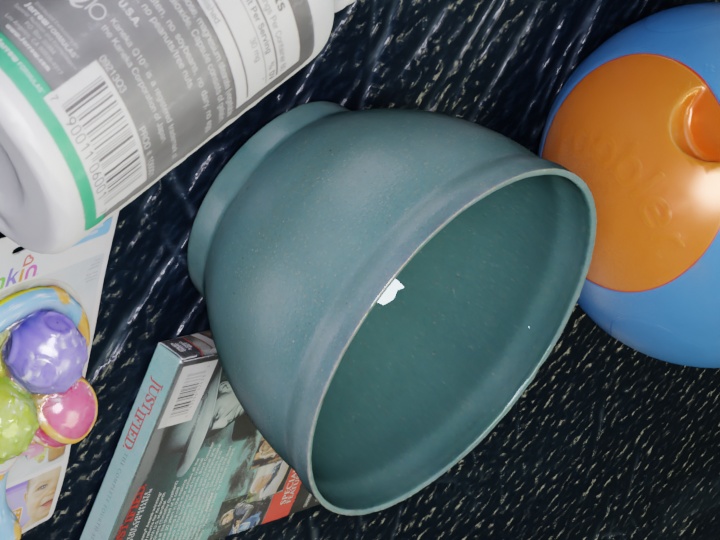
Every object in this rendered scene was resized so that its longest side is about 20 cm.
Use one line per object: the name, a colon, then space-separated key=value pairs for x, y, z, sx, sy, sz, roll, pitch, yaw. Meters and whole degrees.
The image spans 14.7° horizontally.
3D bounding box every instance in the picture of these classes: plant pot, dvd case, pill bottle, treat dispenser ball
plant pot: x=0.000 y=0.000 z=1.367 sx=0.200 sy=0.134 sz=0.201 roll=-38 pitch=150 yaw=-27
dvd case: x=-0.060 y=0.084 z=1.502 sx=0.200 sy=0.022 sz=0.146 roll=-15 pitch=136 yaw=-51
pill bottle: x=-0.083 y=-0.107 z=1.132 sx=0.200 sy=0.113 sz=0.113 roll=-39 pitch=151 yaw=-23
treat dispenser ball: x=0.196 y=-0.047 z=1.540 sx=0.201 sy=0.201 sz=0.201 roll=-37 pitch=150 yaw=-26

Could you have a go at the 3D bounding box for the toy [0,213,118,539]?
toy: x=-0.158 y=0.069 z=1.301 sx=0.115 sy=0.047 sz=0.201 roll=-25 pitch=143 yaw=-45
